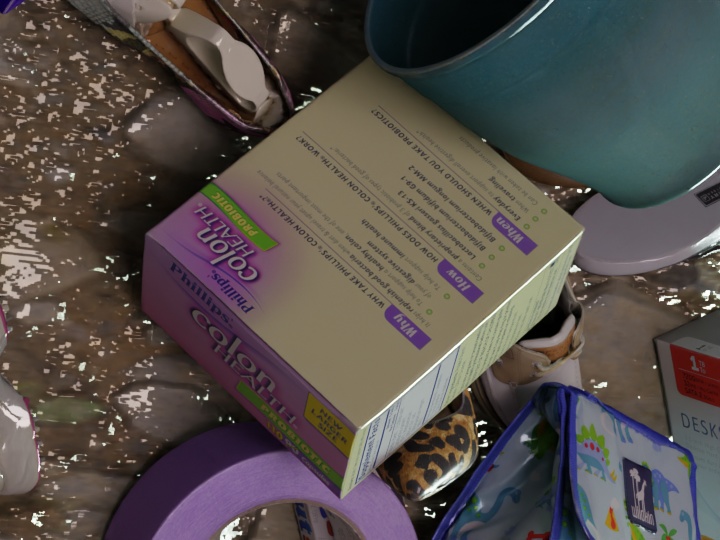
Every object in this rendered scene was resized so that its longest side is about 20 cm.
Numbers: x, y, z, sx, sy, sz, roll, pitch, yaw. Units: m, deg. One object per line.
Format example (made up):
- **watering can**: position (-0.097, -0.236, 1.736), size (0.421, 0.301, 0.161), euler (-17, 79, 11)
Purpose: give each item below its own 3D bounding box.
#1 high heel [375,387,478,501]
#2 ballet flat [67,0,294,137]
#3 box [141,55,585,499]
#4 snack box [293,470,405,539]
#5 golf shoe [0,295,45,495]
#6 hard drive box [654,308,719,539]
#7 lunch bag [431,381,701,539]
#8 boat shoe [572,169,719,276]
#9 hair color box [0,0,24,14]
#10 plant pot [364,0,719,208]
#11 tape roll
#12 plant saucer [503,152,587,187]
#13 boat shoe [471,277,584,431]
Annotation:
- **high heel**: position (0.031, 0.048, 1.409), size (0.071, 0.200, 0.143), euler (-7, 112, 10)
- **ballet flat**: position (-0.106, -0.148, 1.331), size (0.200, 0.071, 0.069), euler (43, 77, -32)
- **box**: position (0.000, 0.000, 1.351), size (0.200, 0.176, 0.097), euler (-40, 162, -26)
- **snack box**: position (-0.012, 0.132, 1.476), size (0.072, 0.024, 0.201), euler (-23, 111, -26)
- **golf shoe**: position (-0.244, 0.048, 1.279), size (0.091, 0.075, 0.201), euler (-21, 109, -25)
- **hard drive box**: position (0.301, 0.142, 1.608), size (0.077, 0.156, 0.201), euler (-21, 110, -27)
- **lunch bag**: position (0.145, 0.191, 1.526), size (0.170, 0.127, 0.201), euler (28, 81, -46)
- **boat shoe**: position (0.227, -0.032, 1.581), size (0.199, 0.069, 0.057), euler (-19, 148, -24)
- **hair color box**: position (-0.152, -0.248, 1.265), size (0.200, 0.065, 0.109), euler (-40, 96, -22)
- **plant pot**: position (0.138, -0.143, 1.335), size (0.188, 0.200, 0.201), euler (39, 78, -28)
- **tape roll**: position (-0.063, 0.199, 1.415), size (0.199, 0.066, 0.201), euler (-7, 106, -24)
- **plant saucer**: position (0.184, -0.125, 1.492), size (0.199, 0.035, 0.201), euler (-20, 139, -18)
- **boat shoe**: position (0.112, 0.044, 1.514), size (0.075, 0.068, 0.201), euler (-36, 119, -24)
